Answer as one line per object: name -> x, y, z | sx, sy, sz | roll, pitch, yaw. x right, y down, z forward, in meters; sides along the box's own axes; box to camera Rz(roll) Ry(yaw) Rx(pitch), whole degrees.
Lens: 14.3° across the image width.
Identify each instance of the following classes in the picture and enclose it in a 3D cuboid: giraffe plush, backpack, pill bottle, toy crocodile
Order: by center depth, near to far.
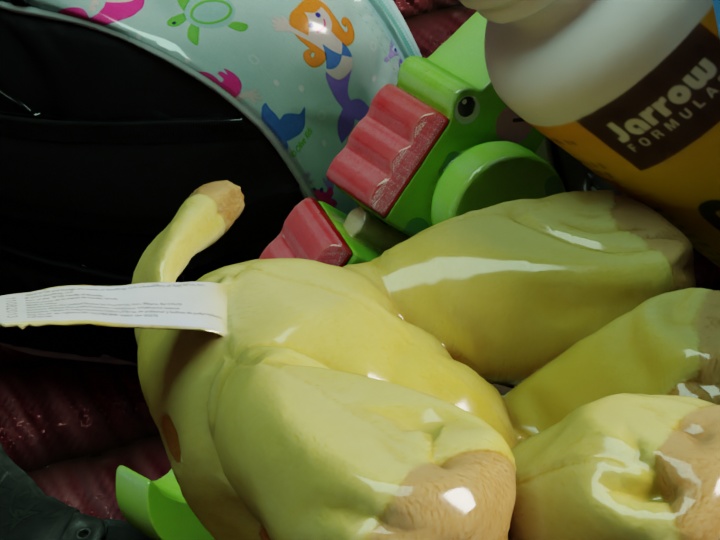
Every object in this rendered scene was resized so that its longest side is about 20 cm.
giraffe plush -> 0.007, 0.083, 0.736 | 0.199, 0.163, 0.173 | 5, 27, 6
pill bottle -> 0.110, -0.059, 0.779 | 0.109, 0.200, 0.109 | -44, 24, 26
toy crocodile -> 0.000, 0.000, 0.837 | 0.200, 0.062, 0.068 | -56, 33, 7
backpack -> -0.062, -0.051, 0.952 | 0.199, 0.178, 0.151 | 15, 51, 38

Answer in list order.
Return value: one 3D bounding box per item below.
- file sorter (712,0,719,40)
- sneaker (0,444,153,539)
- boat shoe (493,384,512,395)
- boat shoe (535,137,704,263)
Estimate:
file sorter -> 0.202, -0.042, 0.691 | 0.199, 0.140, 0.123 | 2, -18, -36
sneaker -> -0.088, 0.110, 0.827 | 0.104, 0.060, 0.199 | -42, 33, -23
boat shoe -> 0.077, 0.056, 0.819 | 0.068, 0.072, 0.200 | -54, 35, -10
boat shoe -> 0.078, -0.088, 0.893 | 0.060, 0.072, 0.203 | -21, 60, 27
